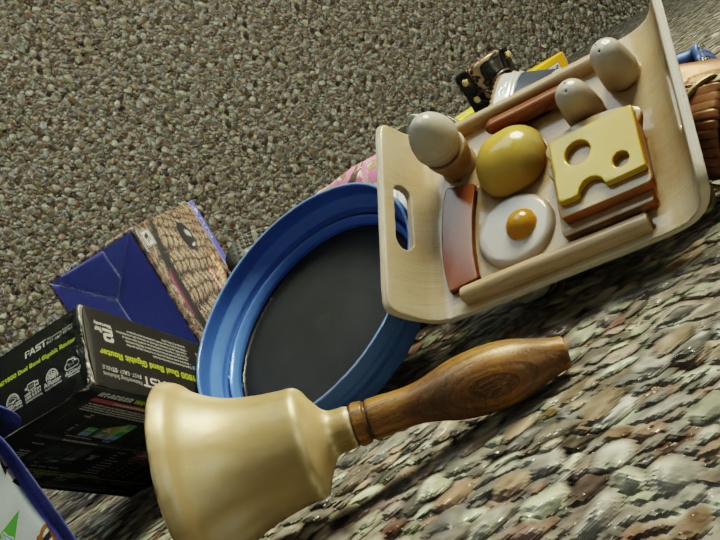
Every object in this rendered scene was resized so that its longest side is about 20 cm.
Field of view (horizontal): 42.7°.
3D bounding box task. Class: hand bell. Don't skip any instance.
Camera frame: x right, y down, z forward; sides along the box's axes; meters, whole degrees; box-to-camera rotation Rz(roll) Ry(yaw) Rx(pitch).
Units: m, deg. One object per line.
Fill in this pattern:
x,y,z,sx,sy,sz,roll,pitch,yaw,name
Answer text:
0.007,0.073,0.450,0.197,0.106,0.104,-19,8,4,hand bell

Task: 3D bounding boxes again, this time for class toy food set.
0.095,-0.068,0.539,0.198,0.060,0.145,-24,51,31,toy food set

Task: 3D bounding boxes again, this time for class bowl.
-0.034,0.030,0.658,0.199,0.039,0.202,-29,40,27,bowl

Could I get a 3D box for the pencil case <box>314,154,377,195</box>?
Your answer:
0.003,-0.052,0.897,0.082,0.088,0.199,3,-19,-39,pencil case

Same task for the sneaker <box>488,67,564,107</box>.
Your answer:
0.151,-0.086,0.717,0.107,0.070,0.202,-6,53,28,sneaker

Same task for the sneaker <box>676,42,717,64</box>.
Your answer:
0.206,-0.099,0.680,0.199,0.079,0.075,-36,7,-25,sneaker

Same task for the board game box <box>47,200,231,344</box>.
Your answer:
-0.190,0.034,0.911,0.096,0.161,0.200,-30,8,10,board game box

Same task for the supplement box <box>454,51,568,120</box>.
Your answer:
0.176,-0.160,1.125,0.199,0.110,0.109,-34,7,-15,supplement box

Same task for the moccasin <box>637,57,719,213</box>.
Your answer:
0.209,-0.082,0.543,0.199,0.075,0.078,-7,26,25,moccasin

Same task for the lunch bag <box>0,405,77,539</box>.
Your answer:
-0.259,0.150,0.534,0.169,0.201,0.124,-27,9,44,lunch bag

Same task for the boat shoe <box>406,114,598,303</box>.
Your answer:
0.093,-0.053,0.642,0.060,0.072,0.202,-17,42,-15,boat shoe

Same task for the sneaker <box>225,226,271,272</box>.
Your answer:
-0.063,0.005,1.013,0.198,0.075,0.080,8,-31,-35,sneaker

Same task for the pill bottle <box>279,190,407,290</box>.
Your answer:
0.000,0.000,0.777,0.199,0.115,0.114,-30,7,25,pill bottle

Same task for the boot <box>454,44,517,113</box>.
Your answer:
0.161,-0.151,0.950,0.073,0.152,0.200,-30,7,13,boot

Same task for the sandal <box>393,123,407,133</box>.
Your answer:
0.089,-0.108,0.987,0.057,0.081,0.199,-13,-8,41,sandal

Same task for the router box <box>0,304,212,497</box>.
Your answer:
-0.191,0.107,0.695,0.149,0.063,0.199,-29,-28,18,router box
